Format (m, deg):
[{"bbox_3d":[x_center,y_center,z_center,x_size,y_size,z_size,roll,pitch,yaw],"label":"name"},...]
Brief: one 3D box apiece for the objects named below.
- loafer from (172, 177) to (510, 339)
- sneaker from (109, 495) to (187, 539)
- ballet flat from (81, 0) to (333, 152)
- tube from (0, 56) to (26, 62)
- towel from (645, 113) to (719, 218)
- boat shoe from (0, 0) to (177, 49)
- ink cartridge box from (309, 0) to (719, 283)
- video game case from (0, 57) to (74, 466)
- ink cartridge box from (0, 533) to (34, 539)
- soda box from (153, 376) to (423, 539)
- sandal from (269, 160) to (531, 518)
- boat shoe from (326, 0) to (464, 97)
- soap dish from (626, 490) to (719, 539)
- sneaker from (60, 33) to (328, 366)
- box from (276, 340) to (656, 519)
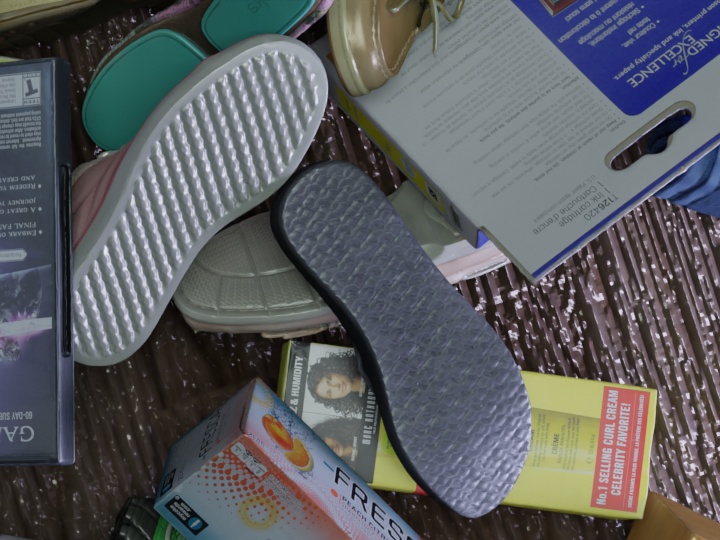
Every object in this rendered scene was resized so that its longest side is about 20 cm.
[{"bbox_3d":[0.000,0.000,1.377,0.199,0.063,0.072,-18,54,-6],"label":"loafer"},{"bbox_3d":[-0.104,0.222,1.336,0.085,0.078,0.201,14,83,-7],"label":"sneaker"},{"bbox_3d":[-0.068,-0.126,1.341,0.069,0.200,0.071,44,44,-9],"label":"ballet flat"},{"bbox_3d":[-0.191,-0.008,1.340,0.052,0.058,0.201,12,84,-28],"label":"tube"},{"bbox_3d":[0.254,-0.040,1.386,0.199,0.112,0.049,17,84,-5],"label":"towel"},{"bbox_3d":[-0.113,-0.174,1.368,0.199,0.072,0.068,-16,84,-11],"label":"boat shoe"},{"bbox_3d":[0.107,-0.104,1.361,0.197,0.047,0.200,-36,61,-10],"label":"ink cartridge box"},{"bbox_3d":[-0.208,-0.001,1.315,0.142,0.019,0.201,-3,86,27],"label":"video game case"},{"bbox_3d":[-0.230,0.158,1.305,0.199,0.116,0.068,9,85,-6],"label":"ink cartridge box"},{"bbox_3d":[-0.011,0.152,1.329,0.068,0.064,0.200,-38,106,19],"label":"soda box"},{"bbox_3d":[0.024,0.032,1.330,0.076,0.043,0.201,-31,99,-16],"label":"sandal"},{"bbox_3d":[0.029,-0.179,1.356,0.062,0.073,0.201,4,61,20],"label":"boat shoe"},{"bbox_3d":[0.212,0.230,1.375,0.199,0.081,0.158,26,83,-6],"label":"soap dish"},{"bbox_3d":[-0.097,-0.053,1.331,0.075,0.105,0.200,32,107,-24],"label":"sneaker"},{"bbox_3d":[0.053,0.086,1.381,0.199,0.050,0.076,9,85,-7],"label":"box"}]
